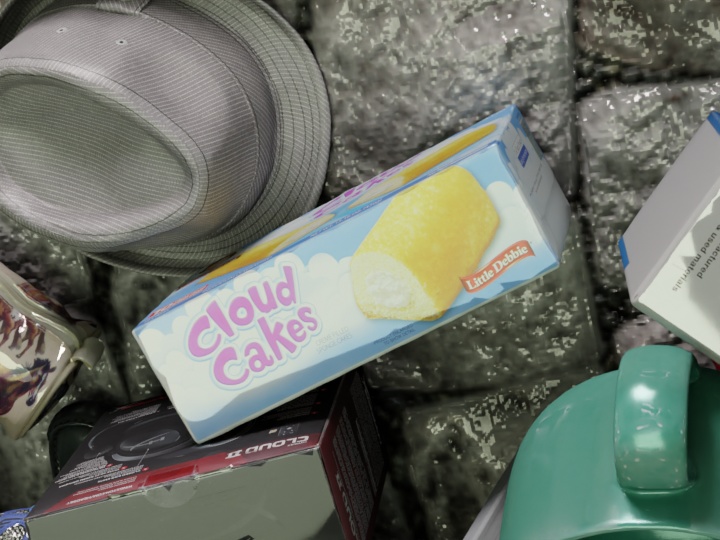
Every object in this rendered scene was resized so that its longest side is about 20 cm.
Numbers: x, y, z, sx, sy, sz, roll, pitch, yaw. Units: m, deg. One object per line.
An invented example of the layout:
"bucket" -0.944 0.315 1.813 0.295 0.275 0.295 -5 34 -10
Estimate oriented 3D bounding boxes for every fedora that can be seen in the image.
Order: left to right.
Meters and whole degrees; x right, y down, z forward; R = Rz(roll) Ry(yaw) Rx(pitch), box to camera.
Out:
"fedora" -0.123 -0.069 0.973 0.199 0.090 0.177 20 116 11

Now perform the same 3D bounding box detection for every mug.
"mug" 0.146 0.105 0.836 0.152 0.115 0.185 23 136 -10

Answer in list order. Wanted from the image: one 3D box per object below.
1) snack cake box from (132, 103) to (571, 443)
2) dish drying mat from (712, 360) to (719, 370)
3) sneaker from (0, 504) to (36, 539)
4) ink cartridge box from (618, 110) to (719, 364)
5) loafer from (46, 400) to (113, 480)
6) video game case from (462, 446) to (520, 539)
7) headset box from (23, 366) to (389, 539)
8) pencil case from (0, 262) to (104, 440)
"snack cake box" 0.000 0.000 0.923 0.199 0.115 0.067 -27 99 14
"dish drying mat" 0.225 0.059 0.940 0.077 0.018 0.200 -26 100 26
"sneaker" -0.173 0.215 1.016 0.078 0.075 0.201 -1 100 2
"ink cartridge box" 0.221 0.024 0.842 0.200 0.145 0.084 34 102 -2
"loafer" -0.131 0.171 1.081 0.068 0.070 0.201 -13 105 23
"video game case" 0.140 0.177 0.946 0.200 0.143 0.018 46 122 -2
"headset box" -0.071 0.113 0.946 0.148 0.200 0.078 -15 102 8
"pencil case" -0.234 0.007 1.049 0.200 0.078 0.090 39 137 2
